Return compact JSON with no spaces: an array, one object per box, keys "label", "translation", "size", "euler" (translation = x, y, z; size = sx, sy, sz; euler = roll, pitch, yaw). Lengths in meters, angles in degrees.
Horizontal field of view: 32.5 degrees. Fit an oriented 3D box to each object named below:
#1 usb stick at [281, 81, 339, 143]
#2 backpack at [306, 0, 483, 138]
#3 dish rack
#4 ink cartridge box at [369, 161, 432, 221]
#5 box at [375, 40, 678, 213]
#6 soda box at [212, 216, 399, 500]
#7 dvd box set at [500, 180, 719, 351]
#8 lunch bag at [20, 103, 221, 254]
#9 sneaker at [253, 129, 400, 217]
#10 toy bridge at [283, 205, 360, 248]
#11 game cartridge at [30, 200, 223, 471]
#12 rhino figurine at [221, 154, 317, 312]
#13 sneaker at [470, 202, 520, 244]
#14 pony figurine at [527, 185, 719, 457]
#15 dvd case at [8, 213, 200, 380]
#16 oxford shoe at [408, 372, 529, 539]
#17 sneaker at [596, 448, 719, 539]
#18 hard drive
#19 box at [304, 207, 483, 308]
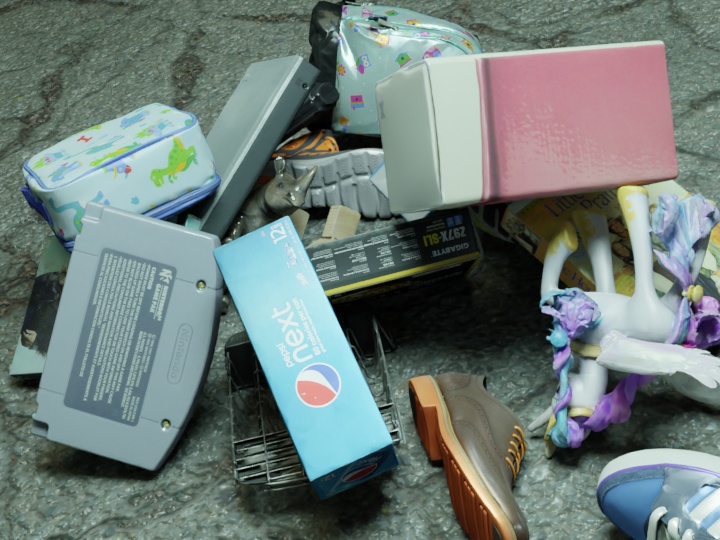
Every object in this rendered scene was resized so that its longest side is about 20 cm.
[{"label":"usb stick","translation":[-0.106,-0.141,1.334],"size":[0.199,0.033,0.055],"euler":[-30,5,30]},{"label":"backpack","translation":[0.041,-0.210,1.356],"size":[0.198,0.168,0.127],"euler":[6,26,2]},{"label":"dish rack","translation":[-0.039,0.108,1.018],"size":[0.152,0.055,0.201],"euler":[-15,36,2]},{"label":"ink cartridge box","translation":[0.099,-0.129,1.199],"size":[0.116,0.067,0.200],"euler":[-46,-3,30]},{"label":"box","translation":[0.127,-0.110,0.963],"size":[0.199,0.110,0.128],"euler":[-8,2,-17]},{"label":"soda box","translation":[-0.042,0.065,0.933],"size":[0.067,0.064,0.201],"euler":[-24,66,-4]},{"label":"dvd box set","translation":[0.238,-0.018,1.040],"size":[0.146,0.029,0.200],"euler":[-34,66,-28]},{"label":"lunch bag","translation":[-0.224,-0.086,1.132],"size":[0.160,0.083,0.200],"euler":[-26,20,-16]},{"label":"sneaker","translation":[-0.016,-0.112,1.300],"size":[0.198,0.078,0.112],"euler":[3,28,10]},{"label":"toy bridge","translation":[-0.074,-0.029,1.206],"size":[0.199,0.027,0.068],"euler":[4,75,55]},{"label":"game cartridge","translation":[-0.187,0.056,1.019],"size":[0.132,0.201,0.042],"euler":[15,4,1]},{"label":"rhino figurine","translation":[-0.105,-0.040,1.173],"size":[0.200,0.060,0.088],"euler":[-42,23,32]},{"label":"sneaker","translation":[0.141,-0.061,1.128],"size":[0.199,0.079,0.090],"euler":[12,-3,-44]},{"label":"pony figurine","translation":[0.212,0.042,0.917],"size":[0.192,0.166,0.202],"euler":[-4,73,42]},{"label":"dvd case","translation":[-0.236,0.027,1.127],"size":[0.199,0.022,0.147],"euler":[-5,65,37]},{"label":"oxford shoe","translation":[0.094,0.135,0.917],"size":[0.072,0.072,0.200],"euler":[-13,34,-8]},{"label":"sneaker","translation":[0.222,0.197,0.770],"size":[0.199,0.081,0.146],"euler":[14,39,27]},{"label":"hard drive","translation":[-0.122,-0.110,1.182],"size":[0.201,0.033,0.139],"euler":[-60,24,-8]},{"label":"box","translation":[0.000,0.000,1.080],"size":[0.199,0.050,0.160],"euler":[-14,-4,-2]}]
